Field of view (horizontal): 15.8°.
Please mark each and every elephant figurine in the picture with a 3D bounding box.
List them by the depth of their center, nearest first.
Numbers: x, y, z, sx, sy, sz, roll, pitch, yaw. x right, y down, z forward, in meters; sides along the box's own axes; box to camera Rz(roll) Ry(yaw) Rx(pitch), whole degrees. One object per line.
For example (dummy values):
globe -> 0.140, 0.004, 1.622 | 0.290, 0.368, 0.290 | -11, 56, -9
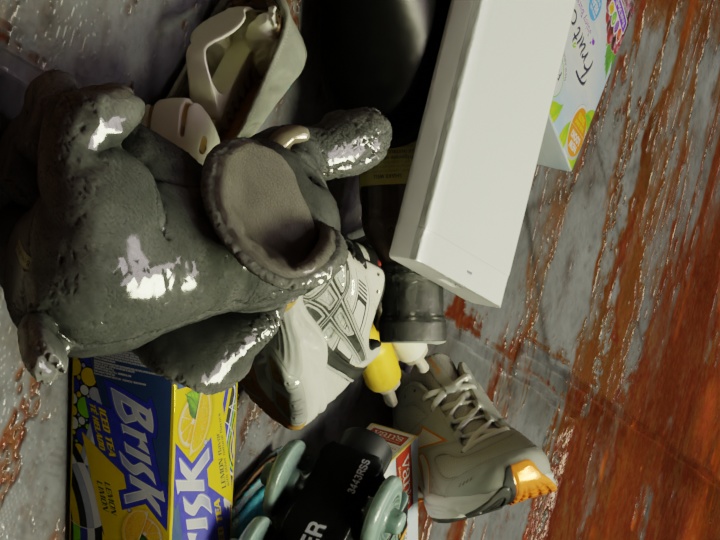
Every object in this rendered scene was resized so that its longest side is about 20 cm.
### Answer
elephant figurine -> -0.065, -0.016, 1.213 | 0.199, 0.141, 0.156 | 12, 91, -23

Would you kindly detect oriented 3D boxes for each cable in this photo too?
cable -> 0.000, 0.000, 1.553 | 0.098, 0.050, 0.200 | -68, 153, -19

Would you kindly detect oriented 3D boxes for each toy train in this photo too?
toy train -> -0.033, 0.180, 1.388 | 0.114, 0.085, 0.201 | 89, 23, -52

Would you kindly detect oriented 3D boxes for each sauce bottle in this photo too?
sauce bottle -> 0.029, -0.057, 1.536 | 0.065, 0.064, 0.201 | 5, 86, -65

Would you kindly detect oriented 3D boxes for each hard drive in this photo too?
hard drive -> 0.073, -0.089, 1.499 | 0.132, 0.026, 0.201 | 28, 75, -63

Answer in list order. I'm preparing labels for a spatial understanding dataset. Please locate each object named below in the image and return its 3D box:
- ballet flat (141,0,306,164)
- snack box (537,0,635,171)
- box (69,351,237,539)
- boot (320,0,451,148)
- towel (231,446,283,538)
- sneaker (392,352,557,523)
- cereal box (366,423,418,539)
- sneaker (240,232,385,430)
ballet flat -> -0.085, -0.076, 1.330 | 0.200, 0.067, 0.064 | -64, 148, -42
snack box -> 0.121, -0.180, 1.729 | 0.143, 0.053, 0.200 | -66, 152, -22
box -> -0.108, 0.096, 1.353 | 0.070, 0.064, 0.201 | -28, 126, -59
boot -> -0.006, -0.174, 1.426 | 0.158, 0.079, 0.213 | -6, 96, -71
towel -> -0.085, 0.213, 1.504 | 0.200, 0.022, 0.147 | -45, 138, -50
sneaker -> 0.058, 0.100, 1.618 | 0.075, 0.200, 0.093 | -15, 96, -18
cereal box -> -0.026, 0.199, 1.546 | 0.200, 0.039, 0.145 | -39, 136, -52
sneaker -> -0.031, -0.005, 1.437 | 0.087, 0.076, 0.201 | -34, 146, -24
